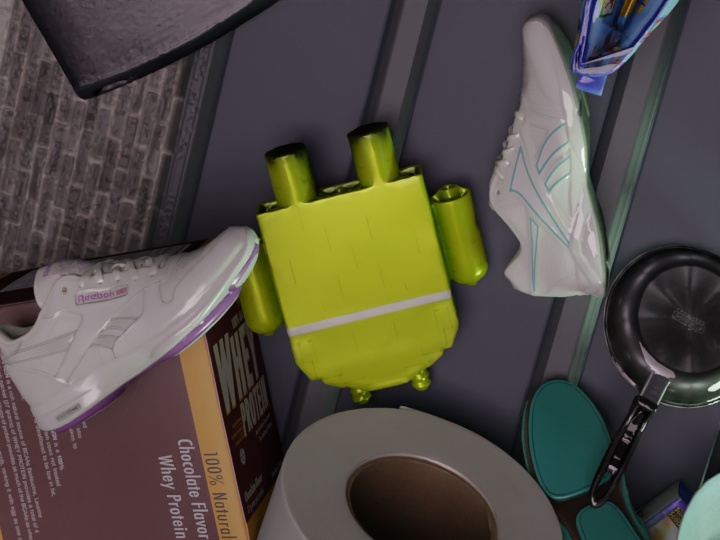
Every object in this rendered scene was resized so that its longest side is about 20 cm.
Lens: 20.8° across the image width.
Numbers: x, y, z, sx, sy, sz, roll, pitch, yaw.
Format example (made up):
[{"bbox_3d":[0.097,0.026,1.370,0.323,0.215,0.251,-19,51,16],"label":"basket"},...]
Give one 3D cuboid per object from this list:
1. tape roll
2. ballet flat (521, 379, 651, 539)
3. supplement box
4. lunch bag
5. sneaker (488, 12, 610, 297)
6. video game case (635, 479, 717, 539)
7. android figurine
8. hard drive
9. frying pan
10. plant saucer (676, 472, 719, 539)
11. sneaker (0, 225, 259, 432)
[{"bbox_3d":[0.024,0.212,1.346,0.201,0.203,0.140,22,123,4],"label":"tape roll"},{"bbox_3d":[0.161,0.171,1.374,0.067,0.201,0.071,-17,140,-5],"label":"ballet flat"},{"bbox_3d":[-0.177,0.097,1.410,0.198,0.133,0.199,-9,101,12],"label":"supplement box"},{"bbox_3d":[0.190,-0.207,1.271,0.093,0.151,0.202,23,105,4],"label":"lunch bag"},{"bbox_3d":[0.123,-0.075,1.355,0.079,0.070,0.202,-6,102,13],"label":"sneaker"},{"bbox_3d":[0.222,0.285,1.430,0.181,0.045,0.200,-38,94,16],"label":"video game case"},{"bbox_3d":[0.000,0.000,1.394,0.180,0.041,0.202,-15,108,5],"label":"android figurine"},{"bbox_3d":[-0.145,-0.214,1.379,0.199,0.042,0.136,-26,102,14],"label":"hard drive"},{"bbox_3d":[0.197,0.059,1.351,0.190,0.031,0.115,-38,83,-14],"label":"frying pan"},{"bbox_3d":[0.280,0.237,1.355,0.201,0.201,0.039,51,139,-4],"label":"plant saucer"},{"bbox_3d":[-0.157,0.021,1.282,0.199,0.075,0.100,-35,94,14],"label":"sneaker"}]
